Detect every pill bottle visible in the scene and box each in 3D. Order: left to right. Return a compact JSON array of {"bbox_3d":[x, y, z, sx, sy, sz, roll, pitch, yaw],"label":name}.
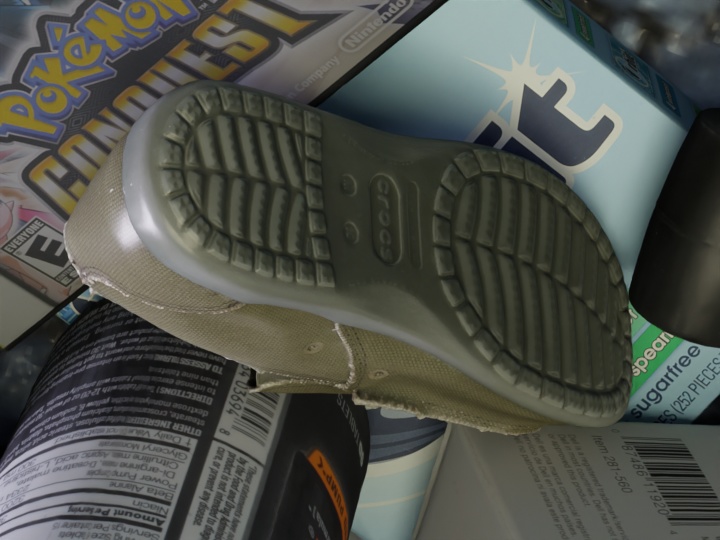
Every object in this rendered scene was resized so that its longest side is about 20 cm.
[{"bbox_3d":[-0.063,0.098,0.734,0.106,0.200,0.107,5,124,8],"label":"pill bottle"}]

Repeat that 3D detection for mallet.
[{"bbox_3d":[0.178,0.008,0.753,0.199,0.041,0.066,15,110,13],"label":"mallet"}]

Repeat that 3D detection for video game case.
[{"bbox_3d":[-0.104,-0.073,0.700,0.180,0.026,0.200,32,128,-30],"label":"video game case"}]

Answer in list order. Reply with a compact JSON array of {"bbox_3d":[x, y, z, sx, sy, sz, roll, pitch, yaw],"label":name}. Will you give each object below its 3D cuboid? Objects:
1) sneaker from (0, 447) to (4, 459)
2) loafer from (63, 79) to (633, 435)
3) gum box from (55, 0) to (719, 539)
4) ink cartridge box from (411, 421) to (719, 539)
[{"bbox_3d":[-0.115,0.095,0.839,0.200,0.091,0.076,39,106,-15],"label":"sneaker"},{"bbox_3d":[0.000,0.000,0.740,0.200,0.076,0.069,23,150,-39],"label":"loafer"},{"bbox_3d":[0.019,-0.009,0.818,0.200,0.045,0.170,36,109,-14],"label":"gum box"},{"bbox_3d":[0.128,0.119,0.784,0.199,0.146,0.085,4,123,-20],"label":"ink cartridge box"}]
